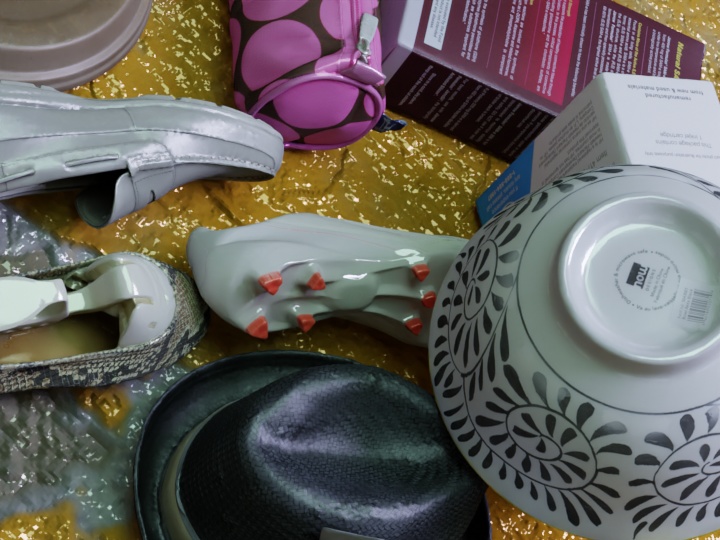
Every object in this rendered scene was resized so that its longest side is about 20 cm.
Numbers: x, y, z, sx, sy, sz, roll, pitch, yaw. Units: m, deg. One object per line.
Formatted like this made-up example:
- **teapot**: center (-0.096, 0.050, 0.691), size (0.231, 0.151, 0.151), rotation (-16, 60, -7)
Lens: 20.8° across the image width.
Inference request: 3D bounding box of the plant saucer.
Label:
- **plant saucer**: center (-0.206, -0.186, 1.089), size (0.200, 0.029, 0.200), rotation (13, 56, -20)

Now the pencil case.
- **pencil case**: center (-0.029, -0.167, 1.130), size (0.091, 0.094, 0.200), rotation (9, 58, -29)

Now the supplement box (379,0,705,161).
- **supplement box**: center (0.107, -0.123, 1.196), size (0.200, 0.061, 0.109), rotation (23, 55, -13)

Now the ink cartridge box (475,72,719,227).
- **ink cartridge box**: center (0.152, 0.014, 1.084), size (0.084, 0.146, 0.200), rotation (1, 63, -30)

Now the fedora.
- **fedora**: center (-0.008, 0.105, 0.976), size (0.200, 0.092, 0.201), rotation (13, 57, -21)

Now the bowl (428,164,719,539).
- **bowl**: center (0.133, 0.022, 0.940), size (0.200, 0.094, 0.201), rotation (0, 66, 1)

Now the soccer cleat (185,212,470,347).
- **soccer cleat**: center (0.000, 0.000, 1.064), size (0.200, 0.069, 0.078), rotation (3, 30, -35)

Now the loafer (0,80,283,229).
- **loafer**: center (-0.132, -0.056, 1.031), size (0.200, 0.070, 0.070), rotation (2, 79, -29)

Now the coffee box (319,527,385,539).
- **coffee box**: center (0.023, 0.227, 0.883), size (0.113, 0.080, 0.200), rotation (16, 81, -20)

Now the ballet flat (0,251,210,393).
- **ballet flat**: center (-0.150, 0.024, 0.962), size (0.200, 0.075, 0.068), rotation (-11, 67, -33)
